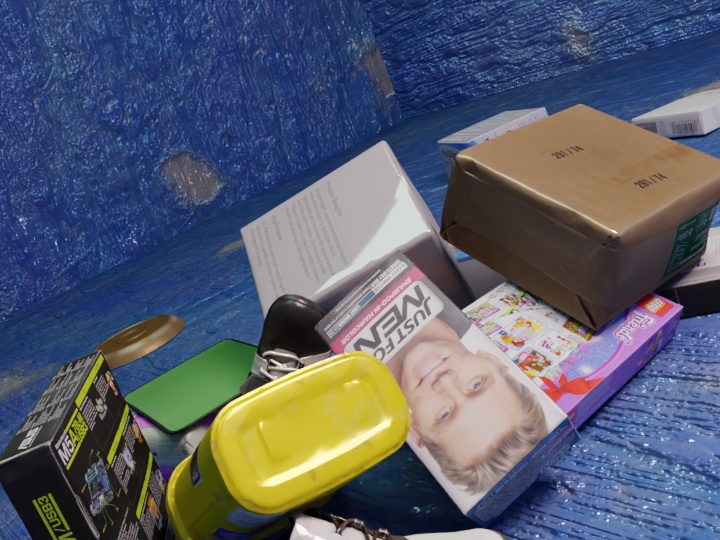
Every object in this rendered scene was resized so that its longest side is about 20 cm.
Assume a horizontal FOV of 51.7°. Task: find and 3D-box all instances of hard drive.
[{"bbox_3d":[0.380,-0.010,0.739,0.199,0.038,0.140,-13,18,29],"label":"hard drive"}]

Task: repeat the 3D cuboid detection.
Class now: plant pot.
[{"bbox_3d":[-0.439,0.135,1.443,0.199,0.028,0.200,-22,15,6],"label":"plant pot"}]

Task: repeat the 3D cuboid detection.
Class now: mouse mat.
[{"bbox_3d":[-0.183,0.129,0.867,0.160,0.008,0.199,-30,19,-28],"label":"mouse mat"}]

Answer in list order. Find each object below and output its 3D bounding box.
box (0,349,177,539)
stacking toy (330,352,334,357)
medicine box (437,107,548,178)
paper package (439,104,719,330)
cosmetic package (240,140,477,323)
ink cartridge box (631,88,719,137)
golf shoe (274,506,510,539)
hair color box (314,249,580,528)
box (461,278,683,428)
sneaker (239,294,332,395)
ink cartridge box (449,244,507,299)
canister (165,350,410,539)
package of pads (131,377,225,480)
[{"bbox_3d":[-0.203,0.185,0.598,0.047,0.194,0.200,-24,16,-4],"label":"box"},{"bbox_3d":[0.077,0.105,0.698,0.199,0.111,0.116,5,29,30],"label":"stacking toy"},{"bbox_3d":[0.302,-0.278,1.661,0.199,0.104,0.182,-25,15,-10],"label":"medicine box"},{"bbox_3d":[0.214,-0.061,0.707,0.199,0.104,0.190,-25,45,-34],"label":"paper package"},{"bbox_3d":[0.000,0.000,0.840,0.199,0.165,0.165,-30,47,9],"label":"cosmetic package"},{"bbox_3d":[0.632,-0.295,1.371,0.199,0.048,0.160,-22,13,-22],"label":"ink cartridge box"},{"bbox_3d":[-0.002,0.192,0.466,0.199,0.095,0.078,-20,21,8],"label":"golf shoe"},{"bbox_3d":[0.061,0.084,0.576,0.100,0.061,0.200,-43,54,-1],"label":"hair color box"},{"bbox_3d":[0.175,0.057,0.661,0.199,0.039,0.136,-28,44,-35],"label":"box"},{"bbox_3d":[-0.076,0.121,0.703,0.074,0.201,0.089,15,27,4],"label":"sneaker"},{"bbox_3d":[0.184,-0.024,0.977,0.144,0.084,0.200,-16,16,28],"label":"ink cartridge box"},{"bbox_3d":[-0.061,0.143,0.560,0.148,0.087,0.200,-20,-17,-30],"label":"canister"},{"bbox_3d":[-0.190,0.169,0.882,0.154,0.069,0.200,-11,18,32],"label":"package of pads"}]
